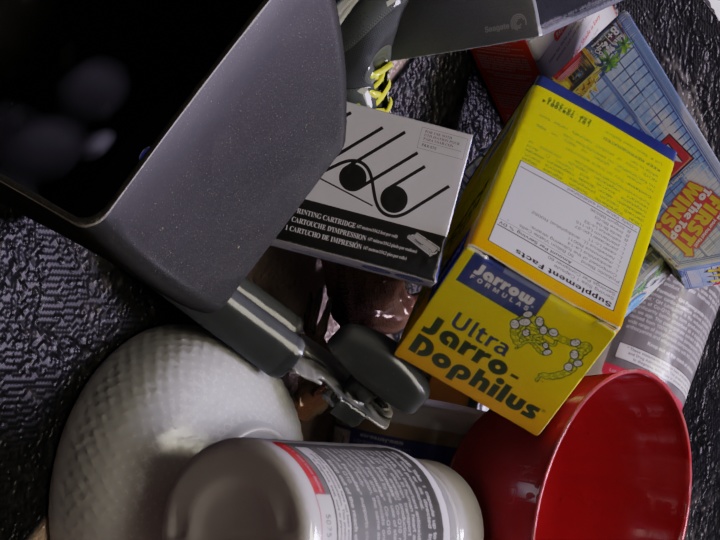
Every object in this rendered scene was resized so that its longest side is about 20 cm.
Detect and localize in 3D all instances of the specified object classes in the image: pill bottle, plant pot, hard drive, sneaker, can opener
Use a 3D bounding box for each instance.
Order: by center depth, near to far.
[{"bbox_3d":[-0.121,-0.094,1.382,0.200,0.199,0.177,-54,147,-13],"label":"plant pot"},{"bbox_3d":[-0.017,0.161,1.519,0.200,0.114,0.114,9,91,-54],"label":"pill bottle"},{"bbox_3d":[-0.048,0.034,1.568,0.200,0.053,0.066,33,108,-20],"label":"can opener"},{"bbox_3d":[-0.002,-0.098,1.583,0.074,0.085,0.200,-36,157,-53],"label":"sneaker"},{"bbox_3d":[0.068,-0.171,1.628,0.135,0.200,0.042,-27,107,-46],"label":"hard drive"},{"bbox_3d":[0.026,0.188,1.721,0.116,0.116,0.200,9,91,-54],"label":"pill bottle"},{"bbox_3d":[0.222,0.024,1.949,0.111,0.111,0.200,41,66,-49],"label":"pill bottle"}]

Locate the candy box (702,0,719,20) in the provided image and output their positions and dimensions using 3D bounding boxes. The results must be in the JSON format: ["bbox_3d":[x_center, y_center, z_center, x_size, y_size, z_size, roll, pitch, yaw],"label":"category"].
[{"bbox_3d":[0.213,-0.301,1.813,0.072,0.168,0.200,-37,141,11],"label":"candy box"}]

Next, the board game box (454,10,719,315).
[{"bbox_3d":[0.183,-0.040,1.746,0.200,0.200,0.062,-44,162,0],"label":"board game box"}]

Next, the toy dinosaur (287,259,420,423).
[{"bbox_3d":[0.000,0.000,1.661,0.135,0.086,0.200,-14,101,-50],"label":"toy dinosaur"}]

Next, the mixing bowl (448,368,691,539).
[{"bbox_3d":[0.124,0.156,1.656,0.200,0.108,0.200,-17,111,-52],"label":"mixing bowl"}]

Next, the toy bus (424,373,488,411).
[{"bbox_3d":[0.090,0.067,1.820,0.078,0.065,0.200,34,71,-52],"label":"toy bus"}]

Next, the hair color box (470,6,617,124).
[{"bbox_3d":[0.132,-0.178,1.823,0.102,0.061,0.200,-56,138,-28],"label":"hair color box"}]

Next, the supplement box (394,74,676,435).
[{"bbox_3d":[0.114,-0.013,1.601,0.110,0.109,0.200,-58,-176,40],"label":"supplement box"}]

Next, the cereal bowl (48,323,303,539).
[{"bbox_3d":[-0.099,0.138,1.570,0.200,0.083,0.200,-18,113,-51],"label":"cereal bowl"}]

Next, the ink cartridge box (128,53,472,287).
[{"bbox_3d":[-0.040,-0.060,1.518,0.044,0.200,0.094,112,-8,-84],"label":"ink cartridge box"}]
